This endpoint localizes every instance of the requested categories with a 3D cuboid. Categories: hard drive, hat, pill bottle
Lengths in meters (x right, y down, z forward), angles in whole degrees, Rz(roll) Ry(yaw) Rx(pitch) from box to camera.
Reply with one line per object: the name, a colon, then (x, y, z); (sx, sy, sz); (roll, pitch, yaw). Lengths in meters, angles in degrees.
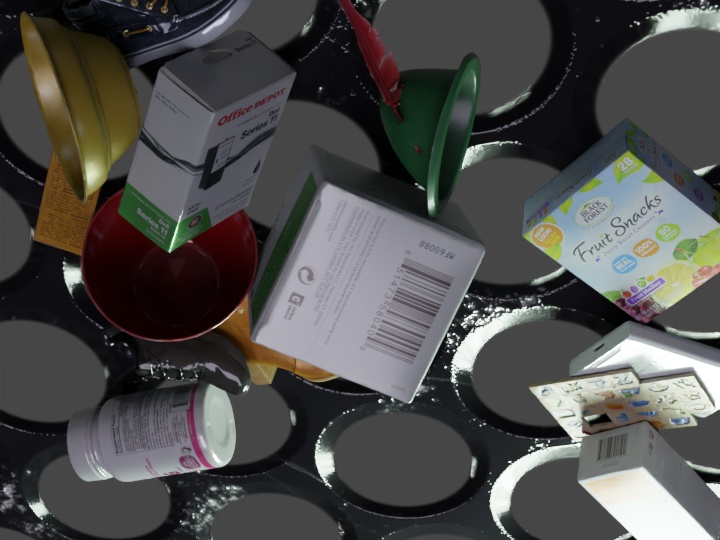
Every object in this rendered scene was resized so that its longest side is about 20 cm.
hard drive: (0.372, 0.121, 1.781); (0.199, 0.027, 0.132); (18, 147, -19)
hat: (0.024, -0.174, 1.551); (0.175, 0.202, 0.166); (15, 170, 12)
pill bottle: (-0.273, 0.214, 1.917); (0.198, 0.114, 0.114); (-11, 129, 16)

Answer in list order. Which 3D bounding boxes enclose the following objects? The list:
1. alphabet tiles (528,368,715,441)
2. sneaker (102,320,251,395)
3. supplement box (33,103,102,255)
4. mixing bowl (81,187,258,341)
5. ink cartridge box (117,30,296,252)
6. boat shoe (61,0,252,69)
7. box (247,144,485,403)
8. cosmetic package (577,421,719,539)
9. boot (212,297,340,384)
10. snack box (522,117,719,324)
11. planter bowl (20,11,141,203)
alphabet tiles: (0.332, 0.165, 1.827); (0.199, 0.008, 0.167); (-12, 145, 25)
sneaker: (-0.228, 0.106, 1.803); (0.199, 0.091, 0.076); (29, 141, 6)
supplement box: (-0.322, -0.115, 1.671); (0.068, 0.067, 0.201); (15, 130, -7)
mixing bowl: (-0.217, 0.000, 1.699); (0.198, 0.202, 0.109); (8, 161, 0)
ink cartridge box: (-0.164, -0.139, 1.569); (0.083, 0.146, 0.201); (38, 132, 16)
boat shoe: (-0.212, -0.273, 1.516); (0.199, 0.071, 0.091); (-19, 130, 24)
box: (0.000, 0.000, 1.623); (0.199, 0.171, 0.200); (22, 104, -12)
cosmetic package: (0.378, 0.287, 1.916); (0.101, 0.072, 0.200); (-20, 130, 36)
boot: (-0.090, 0.068, 1.799); (0.200, 0.071, 0.144); (-14, 128, 23)
snack box: (0.309, -0.051, 1.652); (0.199, 0.068, 0.169); (34, 127, -20)
planter bowl: (-0.276, -0.176, 1.501); (0.083, 0.201, 0.202); (-18, 133, -16)
